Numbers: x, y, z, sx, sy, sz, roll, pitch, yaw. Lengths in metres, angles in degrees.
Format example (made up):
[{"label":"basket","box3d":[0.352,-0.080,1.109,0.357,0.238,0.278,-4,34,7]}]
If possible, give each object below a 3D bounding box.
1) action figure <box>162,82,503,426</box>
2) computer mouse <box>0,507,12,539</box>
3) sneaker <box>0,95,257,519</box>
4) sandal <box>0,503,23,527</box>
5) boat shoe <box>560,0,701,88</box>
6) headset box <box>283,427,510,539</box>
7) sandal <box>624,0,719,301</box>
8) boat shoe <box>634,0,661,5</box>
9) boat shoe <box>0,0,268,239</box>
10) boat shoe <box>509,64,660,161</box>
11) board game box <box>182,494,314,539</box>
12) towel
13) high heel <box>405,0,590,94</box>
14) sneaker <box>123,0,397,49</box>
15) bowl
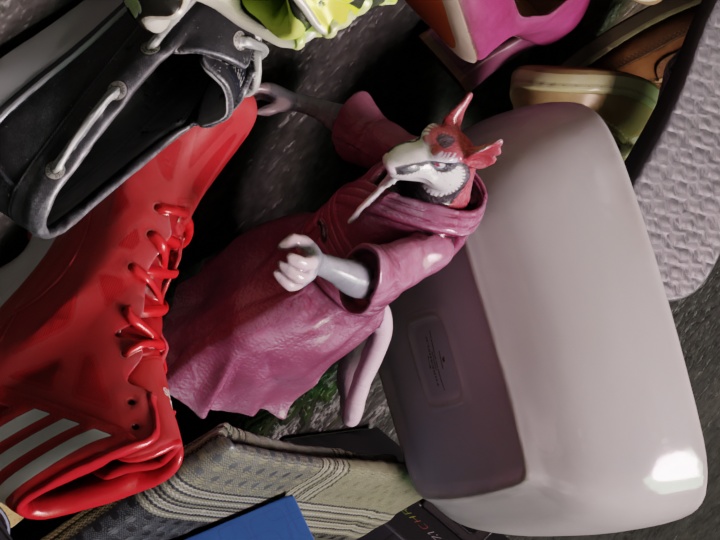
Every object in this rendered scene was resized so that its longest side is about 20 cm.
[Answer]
[{"label":"action figure","box3d":[0.000,0.000,1.156,0.149,0.134,0.200,31,133,-28]},{"label":"computer mouse","box3d":[-0.165,0.092,1.053,0.046,0.200,0.140,-59,-168,-12]},{"label":"sneaker","box3d":[-0.086,0.018,1.098,0.200,0.116,0.078,-50,155,-1]},{"label":"sandal","box3d":[-0.196,0.133,1.125,0.212,0.070,0.078,-28,146,-40]},{"label":"boat shoe","box3d":[0.174,-0.108,1.322,0.200,0.068,0.072,-30,177,41]},{"label":"headset box","box3d":[0.004,0.202,1.427,0.093,0.174,0.200,-2,125,-57]},{"label":"sandal","box3d":[0.165,-0.081,1.238,0.200,0.076,0.043,-55,-161,-4]},{"label":"boat shoe","box3d":[0.083,-0.170,1.128,0.200,0.072,0.065,19,134,-43]},{"label":"boat shoe","box3d":[-0.067,-0.086,1.045,0.200,0.068,0.072,-40,153,-25]},{"label":"boat shoe","box3d":[0.111,-0.049,1.323,0.201,0.073,0.063,60,35,-74]},{"label":"board game box","box3d":[-0.116,0.186,1.262,0.200,0.045,0.152,-21,157,-13]},{"label":"towel","box3d":[-0.083,0.130,1.281,0.193,0.035,0.200,-35,156,20]},{"label":"high heel","box3d":[0.064,-0.137,1.183,0.096,0.067,0.200,-41,174,0]},{"label":"sneaker","box3d":[-0.010,-0.119,1.016,0.200,0.076,0.075,1,171,-28]},{"label":"bowl","box3d":[0.065,0.031,1.246,0.075,0.200,0.200,-14,179,-24]}]
